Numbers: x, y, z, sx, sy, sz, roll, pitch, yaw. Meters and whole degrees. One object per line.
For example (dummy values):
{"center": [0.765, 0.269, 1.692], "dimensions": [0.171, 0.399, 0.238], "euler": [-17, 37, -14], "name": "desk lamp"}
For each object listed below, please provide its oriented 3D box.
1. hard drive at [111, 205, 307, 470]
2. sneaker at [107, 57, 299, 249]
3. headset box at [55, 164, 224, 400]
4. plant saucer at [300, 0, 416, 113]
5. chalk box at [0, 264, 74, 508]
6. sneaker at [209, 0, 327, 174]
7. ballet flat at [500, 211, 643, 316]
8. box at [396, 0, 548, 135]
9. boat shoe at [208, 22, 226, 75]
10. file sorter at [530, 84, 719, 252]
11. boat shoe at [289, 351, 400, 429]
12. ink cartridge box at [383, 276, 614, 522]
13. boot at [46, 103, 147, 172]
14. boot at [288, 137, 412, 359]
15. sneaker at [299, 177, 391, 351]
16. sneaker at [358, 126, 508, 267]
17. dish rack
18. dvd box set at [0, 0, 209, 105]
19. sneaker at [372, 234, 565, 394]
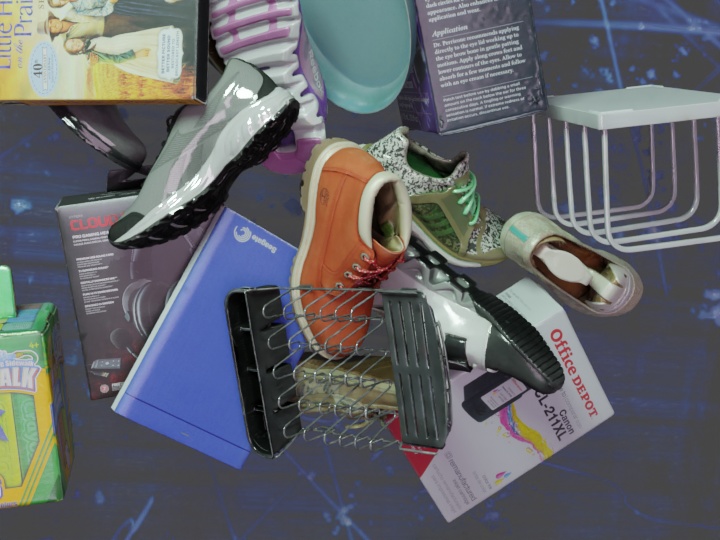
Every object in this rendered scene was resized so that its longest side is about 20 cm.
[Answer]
{"center": [-0.116, 0.062, 0.978], "dimensions": [0.132, 0.025, 0.201], "euler": [30, 84, -26], "name": "hard drive"}
{"center": [-0.142, -0.094, 0.927], "dimensions": [0.200, 0.074, 0.079], "euler": [-44, 80, 8], "name": "sneaker"}
{"center": [-0.190, 0.003, 1.008], "dimensions": [0.148, 0.077, 0.201], "euler": [-8, 103, -8], "name": "headset box"}
{"center": [-0.016, -0.234, 0.946], "dimensions": [0.027, 0.200, 0.201], "euler": [-29, 105, -30], "name": "plant saucer"}
{"center": [-0.332, 0.099, 0.976], "dimensions": [0.124, 0.124, 0.201], "euler": [-7, 101, -9], "name": "chalk box"}
{"center": [-0.073, -0.190, 0.962], "dimensions": [0.080, 0.089, 0.201], "euler": [-5, 117, 16], "name": "sneaker"}
{"center": [0.214, 0.007, 1.057], "dimensions": [0.200, 0.062, 0.068], "euler": [24, 103, -32], "name": "ballet flat"}
{"center": [0.082, -0.230, 0.978], "dimensions": [0.104, 0.148, 0.201], "euler": [-14, 101, -8], "name": "box"}
{"center": [-0.148, -0.251, 0.977], "dimensions": [0.072, 0.066, 0.201], "euler": [-48, 125, -19], "name": "boat shoe"}
{"center": [0.249, -0.098, 1.004], "dimensions": [0.138, 0.200, 0.125], "euler": [-8, 103, -8], "name": "file sorter"}
{"center": [-0.011, 0.113, 1.007], "dimensions": [0.073, 0.200, 0.063], "euler": [-5, 95, -41], "name": "boat shoe"}
{"center": [0.126, 0.124, 1.066], "dimensions": [0.200, 0.083, 0.146], "euler": [-33, 117, -3], "name": "ink cartridge box"}
{"center": [-0.227, -0.195, 0.954], "dimensions": [0.132, 0.070, 0.200], "euler": [-43, 92, 0], "name": "boot"}
{"center": [-0.005, -0.004, 0.943], "dimensions": [0.075, 0.107, 0.201], "euler": [-12, 115, -33], "name": "boot"}
{"center": [0.000, 0.000, 1.044], "dimensions": [0.200, 0.067, 0.090], "euler": [43, 85, -17], "name": "sneaker"}
{"center": [0.082, -0.069, 1.015], "dimensions": [0.200, 0.077, 0.089], "euler": [26, 138, -27], "name": "sneaker"}
{"center": [-0.017, 0.084, 0.913], "dimensions": [0.054, 0.199, 0.154], "euler": [-24, 109, -49], "name": "dish rack"}
{"center": [-0.222, -0.210, 0.899], "dimensions": [0.199, 0.029, 0.147], "euler": [2, 90, 12], "name": "dvd box set"}
{"center": [0.091, 0.059, 0.985], "dimensions": [0.200, 0.074, 0.089], "euler": [39, 108, 20], "name": "sneaker"}
